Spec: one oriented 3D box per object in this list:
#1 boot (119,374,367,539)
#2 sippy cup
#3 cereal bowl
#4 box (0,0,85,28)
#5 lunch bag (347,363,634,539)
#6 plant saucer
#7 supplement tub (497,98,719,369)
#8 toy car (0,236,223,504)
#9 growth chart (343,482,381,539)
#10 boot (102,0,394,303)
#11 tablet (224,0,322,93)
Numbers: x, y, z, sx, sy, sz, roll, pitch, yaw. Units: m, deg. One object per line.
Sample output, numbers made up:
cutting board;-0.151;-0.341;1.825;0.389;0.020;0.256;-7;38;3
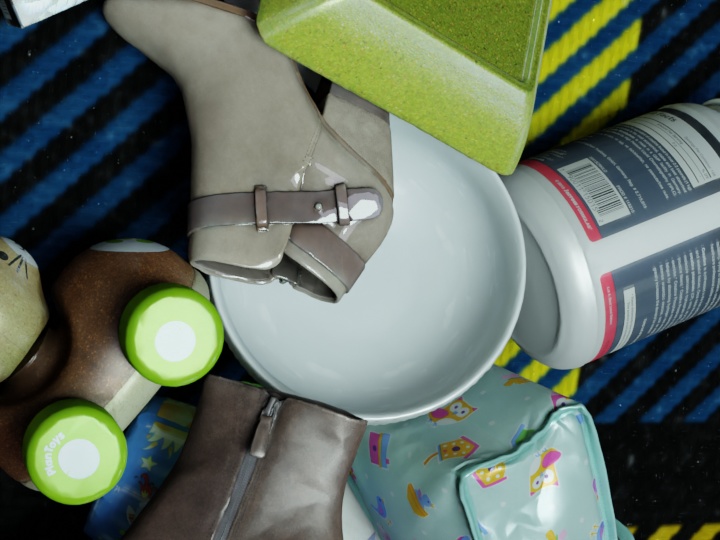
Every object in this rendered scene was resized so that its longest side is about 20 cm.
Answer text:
boot;-0.101;0.140;0.977;0.200;0.072;0.167;11;88;14
sippy cup;-0.093;0.145;1.059;0.130;0.140;0.178;26;95;-3
cereal bowl;0.000;0.000;1.077;0.200;0.083;0.200;2;78;-7
box;-0.171;-0.253;0.961;0.137;0.040;0.200;-28;111;-18
lunch bag;0.082;0.163;1.115;0.122;0.170;0.200;-31;117;-23
plant saucer;0.048;-0.187;1.038;0.200;0.048;0.200;26;63;-29
supplement tub;0.187;-0.029;1.149;0.200;0.140;0.141;-21;112;-20
toy car;-0.200;0.013;0.969;0.200;0.164;0.158;41;84;-18
growth chart;0.003;0.147;1.178;0.200;0.018;0.145;-43;119;-10
boot;-0.072;-0.070;1.003;0.200;0.070;0.146;18;73;-5
tablet;-0.009;-0.183;1.082;0.130;0.014;0.200;-49;119;-6
